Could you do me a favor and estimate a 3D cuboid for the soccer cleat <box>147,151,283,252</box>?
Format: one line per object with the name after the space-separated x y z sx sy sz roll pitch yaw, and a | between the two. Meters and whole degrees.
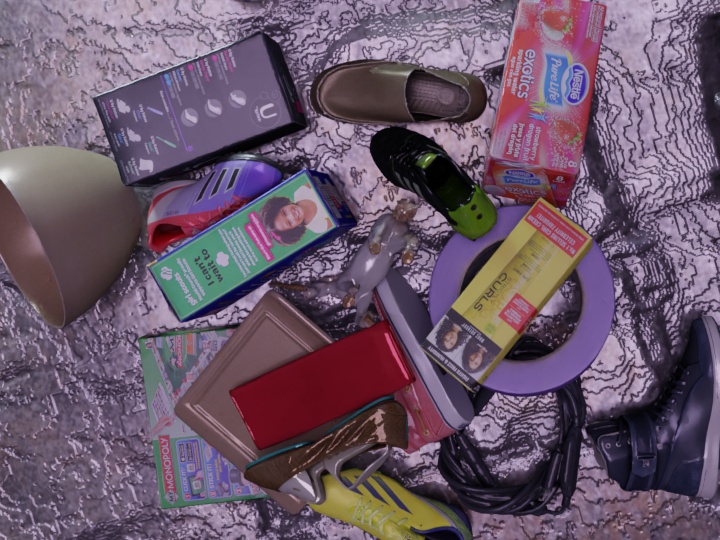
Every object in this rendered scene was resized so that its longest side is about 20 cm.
-0.160 -0.072 1.385 0.199 0.068 0.074 -15 53 40 | soccer cleat

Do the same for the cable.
0.171 0.174 1.437 0.162 0.051 0.202 6 87 13 | cable

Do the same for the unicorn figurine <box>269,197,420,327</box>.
0.000 0.000 1.387 0.200 0.138 0.074 -40 108 9 | unicorn figurine

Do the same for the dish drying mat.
-0.042 0.125 1.381 0.199 0.018 0.077 -25 96 18 | dish drying mat

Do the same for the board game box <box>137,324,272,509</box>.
-0.177 0.168 1.471 0.133 0.029 0.202 -6 94 6 | board game box

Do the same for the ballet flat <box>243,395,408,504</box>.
-0.033 0.207 1.369 0.199 0.068 0.073 -27 70 12 | ballet flat

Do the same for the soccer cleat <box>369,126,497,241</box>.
0.073 -0.108 1.365 0.067 0.081 0.200 -43 52 -5 | soccer cleat

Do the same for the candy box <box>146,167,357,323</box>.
-0.112 -0.027 1.380 0.199 0.169 0.077 -33 88 6 | candy box

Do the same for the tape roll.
0.175 0.035 1.383 0.198 0.085 0.202 -1 83 9 | tape roll

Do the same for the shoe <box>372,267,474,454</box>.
0.043 0.102 1.426 0.091 0.071 0.201 -32 78 24 | shoe

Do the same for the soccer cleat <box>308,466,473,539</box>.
0.036 0.276 1.411 0.199 0.084 0.065 19 121 -14 | soccer cleat

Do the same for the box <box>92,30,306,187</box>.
-0.172 -0.173 1.396 0.198 0.122 0.107 -20 92 6 | box

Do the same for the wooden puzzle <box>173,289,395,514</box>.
-0.085 0.147 1.424 0.185 0.037 0.200 40 108 1 | wooden puzzle

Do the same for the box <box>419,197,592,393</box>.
0.152 0.027 1.319 0.075 0.050 0.200 40 89 13 | box

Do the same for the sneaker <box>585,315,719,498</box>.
0.325 0.149 1.404 0.145 0.077 0.204 3 96 2 | sneaker

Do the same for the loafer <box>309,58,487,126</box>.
0.041 -0.198 1.404 0.198 0.067 0.077 -1 95 5 | loafer

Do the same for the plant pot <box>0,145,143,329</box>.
-0.319 -0.055 1.401 0.134 0.200 0.201 -29 92 -26 | plant pot

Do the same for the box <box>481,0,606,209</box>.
0.193 -0.179 1.343 0.095 0.100 0.202 11 71 4 | box
